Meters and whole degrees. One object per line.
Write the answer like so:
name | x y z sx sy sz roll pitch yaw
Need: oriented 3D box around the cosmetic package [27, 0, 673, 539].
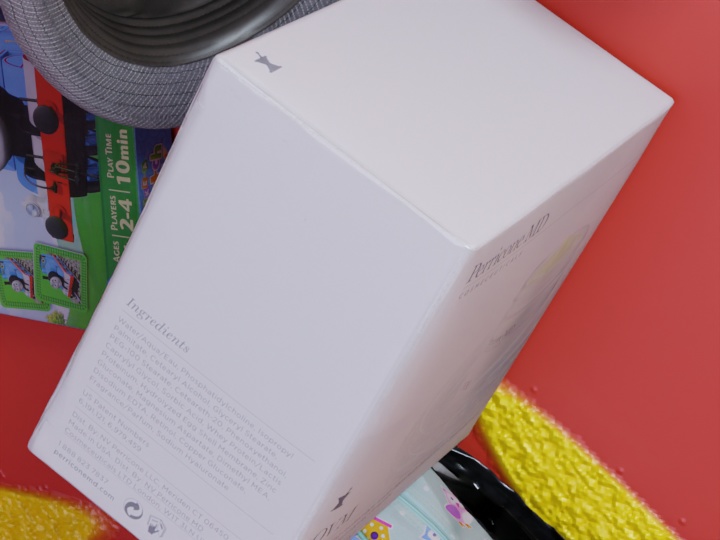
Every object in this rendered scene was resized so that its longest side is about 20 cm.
cosmetic package | 0.000 0.000 0.852 0.123 0.199 0.200 36 123 13

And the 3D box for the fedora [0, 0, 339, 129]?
fedora | -0.081 -0.162 0.870 0.090 0.177 0.200 53 174 34

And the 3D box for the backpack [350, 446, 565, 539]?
backpack | 0.013 0.161 0.954 0.200 0.127 0.167 50 128 7

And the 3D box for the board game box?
board game box | -0.182 -0.055 1.033 0.200 0.037 0.151 9 114 27
